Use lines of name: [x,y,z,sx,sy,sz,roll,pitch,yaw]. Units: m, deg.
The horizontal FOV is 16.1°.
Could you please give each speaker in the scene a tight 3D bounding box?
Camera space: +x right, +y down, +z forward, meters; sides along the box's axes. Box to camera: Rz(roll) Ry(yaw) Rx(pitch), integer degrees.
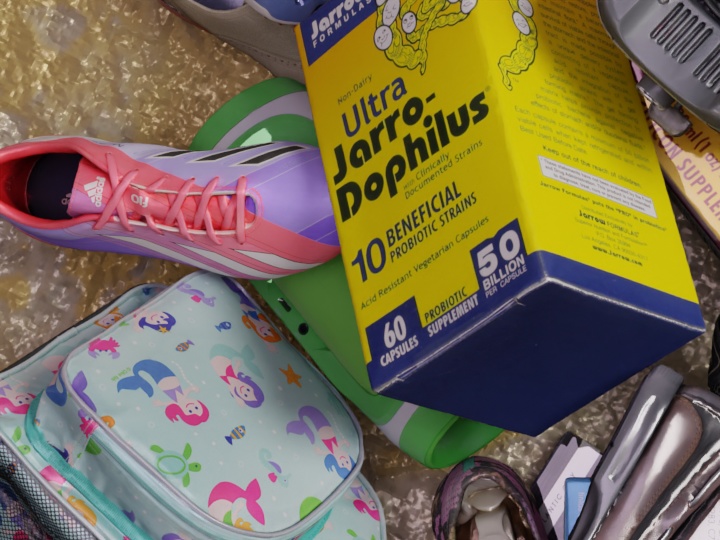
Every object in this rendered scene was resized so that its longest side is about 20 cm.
speaker: [0.000,0.000,1.249,0.088,0.088,0.200,-41,69,4]

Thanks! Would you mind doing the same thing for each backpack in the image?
backpack: [-0.085,0.111,1.220,0.200,0.178,0.151,52,130,4]

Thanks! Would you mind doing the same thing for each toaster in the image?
toaster: [0.196,-0.142,1.115,0.114,0.129,0.200,42,93,11]

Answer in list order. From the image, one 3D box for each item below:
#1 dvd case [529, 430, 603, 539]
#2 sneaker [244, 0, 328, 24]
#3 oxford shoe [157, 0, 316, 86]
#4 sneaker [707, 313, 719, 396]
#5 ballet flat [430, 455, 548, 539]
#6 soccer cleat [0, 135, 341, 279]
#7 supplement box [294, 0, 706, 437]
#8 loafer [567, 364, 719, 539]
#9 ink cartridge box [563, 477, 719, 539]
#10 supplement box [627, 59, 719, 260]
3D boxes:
dvd case: [0.146,0.195,1.260,0.200,0.016,0.149,33,92,9]
sneaker: [0.036,-0.193,1.225,0.199,0.115,0.081,-29,82,-24]
oxford shoe: [-0.030,-0.125,1.282,0.200,0.074,0.071,23,90,10]
sneaker: [0.247,0.035,1.121,0.199,0.076,0.114,4,109,30]
ballet flat: [0.078,0.186,1.227,0.069,0.071,0.200,-18,84,7]
soccer cleat: [-0.092,-0.033,1.209,0.200,0.076,0.067,6,92,30]
supplement box: [0.059,-0.044,1.150,0.109,0.109,0.200,-36,53,34]
loafer: [0.111,0.142,1.111,0.063,0.072,0.200,26,88,7]
ink cartridge box: [0.198,0.131,1.190,0.200,0.115,0.068,0,85,9]
supplement box: [0.230,-0.094,1.223,0.200,0.103,0.131,-39,80,4]
